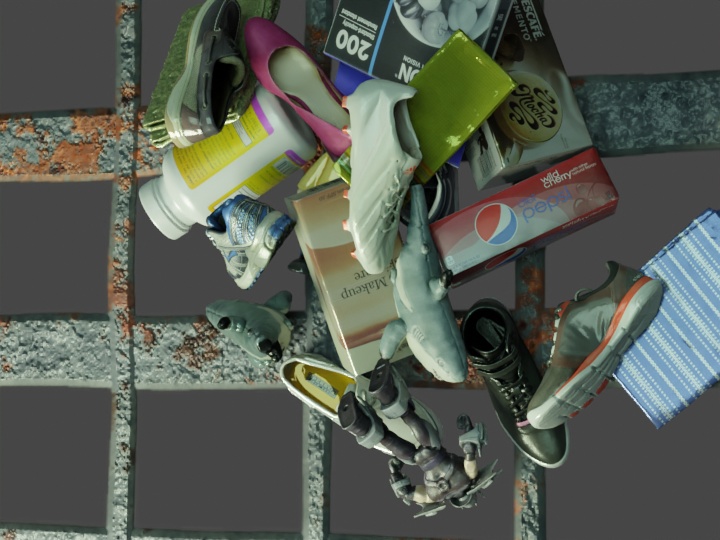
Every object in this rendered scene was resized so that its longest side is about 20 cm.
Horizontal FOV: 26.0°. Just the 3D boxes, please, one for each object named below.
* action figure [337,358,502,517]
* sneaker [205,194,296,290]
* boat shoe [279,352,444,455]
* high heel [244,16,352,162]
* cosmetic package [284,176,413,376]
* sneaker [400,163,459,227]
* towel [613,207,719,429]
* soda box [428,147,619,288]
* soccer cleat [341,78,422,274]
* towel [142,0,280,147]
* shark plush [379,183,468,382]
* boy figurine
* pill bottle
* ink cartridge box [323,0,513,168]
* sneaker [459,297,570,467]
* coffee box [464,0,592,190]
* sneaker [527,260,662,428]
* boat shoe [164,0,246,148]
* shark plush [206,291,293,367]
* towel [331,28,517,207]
[{"bbox_3d":[0.067,0.189,1.663,0.130,0.070,0.200,-37,115,15],"label":"action figure"},{"bbox_3d":[-0.128,-0.042,1.722,0.085,0.200,0.077,36,71,-2],"label":"sneaker"},{"bbox_3d":[-0.002,0.148,1.723,0.199,0.070,0.071,30,95,18],"label":"boat shoe"},{"bbox_3d":[-0.060,-0.202,1.679,0.067,0.096,0.201,-29,82,-13],"label":"high heel"},{"bbox_3d":[0.000,0.000,1.684,0.103,0.087,0.201,-22,99,-7],"label":"cosmetic package"},{"bbox_3d":[0.066,-0.133,1.706,0.069,0.108,0.202,-8,82,17],"label":"sneaker"},{"bbox_3d":[0.345,0.049,1.645,0.200,0.024,0.145,-42,75,13],"label":"towel"},{"bbox_3d":[0.173,-0.055,1.660,0.199,0.070,0.064,-25,76,0],"label":"soda box"},{"bbox_3d":[0.025,-0.092,1.571,0.077,0.069,0.202,4,107,20],"label":"soccer cleat"},{"bbox_3d":[-0.168,-0.236,1.782,0.147,0.036,0.201,-10,54,33],"label":"towel"},{"bbox_3d":[0.080,0.012,1.612,0.083,0.090,0.202,5,92,62],"label":"shark plush"},{"bbox_3d":[-0.014,-0.086,1.754,0.124,0.064,0.202,20,95,20],"label":"boy figurine"},{"bbox_3d":[-0.154,-0.121,1.782,0.199,0.104,0.105,-34,76,12],"label":"pill bottle"},{"bbox_3d":[0.053,-0.237,1.644,0.197,0.043,0.201,31,114,33],"label":"ink cartridge box"},{"bbox_3d":[0.159,0.119,1.657,0.070,0.099,0.201,-27,79,12],"label":"sneaker"},{"bbox_3d":[0.155,-0.201,1.674,0.112,0.080,0.202,-14,79,-20],"label":"coffee box"},{"bbox_3d":[0.230,0.076,1.634,0.082,0.077,0.200,37,83,27],"label":"sneaker"},{"bbox_3d":[-0.154,-0.217,1.682,0.064,0.072,0.201,-1,52,22],"label":"boat shoe"},{"bbox_3d":[-0.124,0.075,1.713,0.083,0.200,0.091,21,104,-13],"label":"shark plush"},{"bbox_3d":[0.064,-0.146,1.590,0.086,0.018,0.200,40,111,-11],"label":"towel"}]
